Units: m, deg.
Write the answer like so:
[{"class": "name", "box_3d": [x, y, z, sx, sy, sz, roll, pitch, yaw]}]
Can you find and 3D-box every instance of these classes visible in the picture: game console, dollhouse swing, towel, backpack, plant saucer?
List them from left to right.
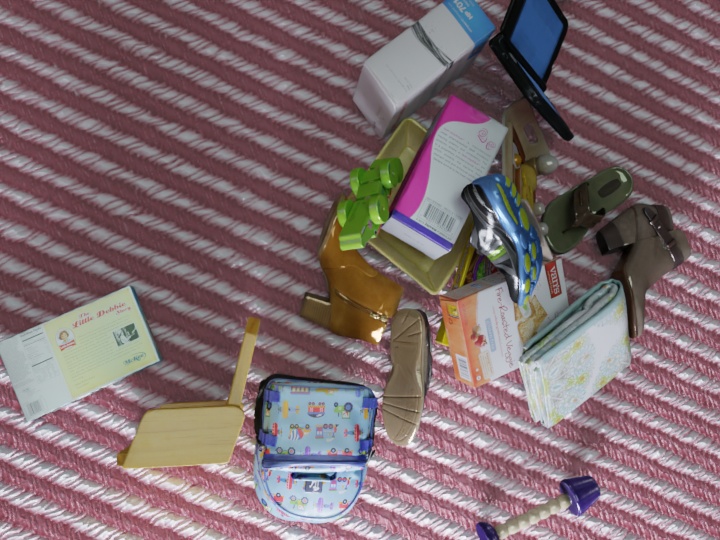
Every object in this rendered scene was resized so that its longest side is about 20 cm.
[{"class": "dollhouse swing", "box_3d": [-0.222, 0.157, 0.967, 0.176, 0.200, 0.182, -1, 84, -9]}, {"class": "backpack", "box_3d": [-0.067, 0.257, 1.018, 0.177, 0.134, 0.206, 8, 84, -8]}, {"class": "plant saucer", "box_3d": [0.090, -0.098, 1.132, 0.198, 0.048, 0.202, 37, 78, -3]}, {"class": "game console", "box_3d": [0.287, -0.322, 1.102, 0.116, 0.198, 0.179, -38, 61, 22]}, {"class": "towel", "box_3d": [0.328, 0.129, 1.101, 0.198, 0.048, 0.173, -34, 132, -12]}]

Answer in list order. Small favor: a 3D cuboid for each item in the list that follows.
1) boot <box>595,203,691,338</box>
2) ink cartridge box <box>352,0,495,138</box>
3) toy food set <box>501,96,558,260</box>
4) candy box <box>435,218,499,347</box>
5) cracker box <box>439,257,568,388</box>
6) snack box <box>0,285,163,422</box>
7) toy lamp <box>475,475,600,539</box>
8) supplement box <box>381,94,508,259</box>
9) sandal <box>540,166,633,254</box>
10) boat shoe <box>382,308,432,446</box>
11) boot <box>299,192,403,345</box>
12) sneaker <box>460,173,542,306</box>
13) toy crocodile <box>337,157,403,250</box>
[{"class": "boot", "box_3d": [0.469, -0.008, 1.176, 0.142, 0.070, 0.206, -14, 86, -13]}, {"class": "ink cartridge box", "box_3d": [0.092, -0.312, 1.108, 0.198, 0.146, 0.087, -38, 88, -12]}, {"class": "toy food set", "box_3d": [0.262, -0.138, 1.092, 0.059, 0.144, 0.204, -11, 53, 26]}, {"class": "candy box", "box_3d": [0.188, 0.027, 1.117, 0.100, 0.026, 0.205, 19, 87, -29]}, {"class": "cracker box", "box_3d": [0.223, 0.073, 1.093, 0.196, 0.057, 0.138, -20, 105, -23]}, {"class": "snack box", "box_3d": [-0.394, 0.116, 1.027, 0.196, 0.037, 0.119, -24, 88, -12]}, {"class": "toy lamp", "box_3d": [0.273, 0.368, 1.101, 0.196, 0.058, 0.060, -23, 87, -12]}, {"class": "supplement box", "box_3d": [0.121, -0.134, 1.066, 0.099, 0.103, 0.204, 28, 81, -4]}, {"class": "sandal", "box_3d": [0.368, -0.107, 1.175, 0.200, 0.057, 0.080, -39, 90, -12]}, {"class": "boat shoe", "box_3d": [0.077, 0.158, 1.088, 0.070, 0.064, 0.207, 4, 94, 35]}, {"class": "boot", "box_3d": [0.000, 0.001, 1.079, 0.140, 0.071, 0.206, 15, 102, -8]}, {"class": "sneaker", "box_3d": [0.197, -0.043, 1.012, 0.071, 0.081, 0.203, -47, 121, -37]}, {"class": "toy crocodile", "box_3d": [0.016, -0.097, 1.024, 0.062, 0.066, 0.203, 61, 32, -34]}]
